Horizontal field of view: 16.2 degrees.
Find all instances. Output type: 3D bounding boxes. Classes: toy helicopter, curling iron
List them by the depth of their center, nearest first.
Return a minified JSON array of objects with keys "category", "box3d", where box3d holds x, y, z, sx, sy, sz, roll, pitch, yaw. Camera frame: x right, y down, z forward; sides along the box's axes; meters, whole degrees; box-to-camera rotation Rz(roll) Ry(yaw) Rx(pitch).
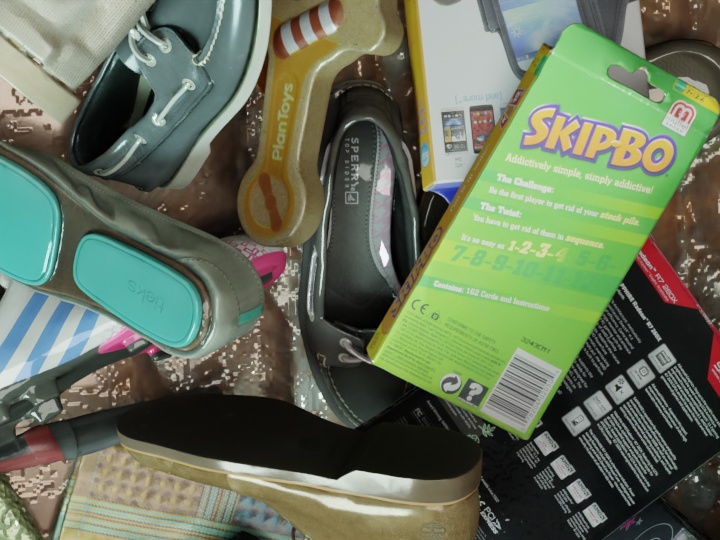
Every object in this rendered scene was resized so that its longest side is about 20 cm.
[{"category":"toy helicopter","box3d":[-0.037,-0.112,1.276,0.079,0.132,0.200,5,95,-54]},{"category":"curling iron","box3d":[-0.160,0.100,1.324,0.200,0.026,0.050,-22,86,-29]}]

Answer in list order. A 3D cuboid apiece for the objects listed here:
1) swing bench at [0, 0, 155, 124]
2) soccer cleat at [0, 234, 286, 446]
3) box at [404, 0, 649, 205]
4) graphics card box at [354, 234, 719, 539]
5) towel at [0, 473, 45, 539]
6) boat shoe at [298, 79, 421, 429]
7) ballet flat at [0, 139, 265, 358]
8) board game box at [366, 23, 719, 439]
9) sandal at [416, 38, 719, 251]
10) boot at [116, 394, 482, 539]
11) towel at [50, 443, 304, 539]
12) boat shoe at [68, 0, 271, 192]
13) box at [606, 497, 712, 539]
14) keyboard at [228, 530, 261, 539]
[{"category":"swing bench","box3d":[-0.133,-0.198,1.191,0.130,0.200,0.199,40,92,-18]},{"category":"soccer cleat","box3d":[-0.137,0.013,1.311,0.200,0.070,0.086,-27,76,-17]},{"category":"box","box3d":[0.085,-0.123,1.307,0.119,0.041,0.200,-6,84,-8]},{"category":"graphics card box","box3d":[0.105,0.084,1.350,0.200,0.051,0.126,-35,90,-17]},{"category":"towel","box3d":[-0.269,0.111,1.322,0.148,0.036,0.200,-35,107,-3]},{"category":"boat shoe","box3d":[0.000,0.000,1.336,0.067,0.057,0.200,-4,108,-3]},{"category":"ballet flat","box3d":[-0.134,-0.015,1.272,0.200,0.064,0.067,29,116,25]},{"category":"board game box","box3d":[0.093,-0.021,1.279,0.095,0.030,0.200,27,103,-16]},{"category":"sandal","box3d":[0.116,-0.055,1.352,0.200,0.055,0.082,-27,107,2]},{"category":"boot","box3d":[-0.034,0.113,1.293,0.200,0.074,0.076,11,121,22]},{"category":"towel","box3d":[-0.111,0.197,1.386,0.147,0.022,0.200,15,99,-15]},{"category":"boat shoe","box3d":[-0.094,-0.104,1.239,0.062,0.200,0.073,0,59,-22]},{"category":"box","box3d":[0.138,0.233,1.397,0.132,0.115,0.200,41,92,-18]},{"category":"keyboard","box3d":[-0.130,0.203,1.362,0.200,0.040,0.104,-36,130,-3]}]
